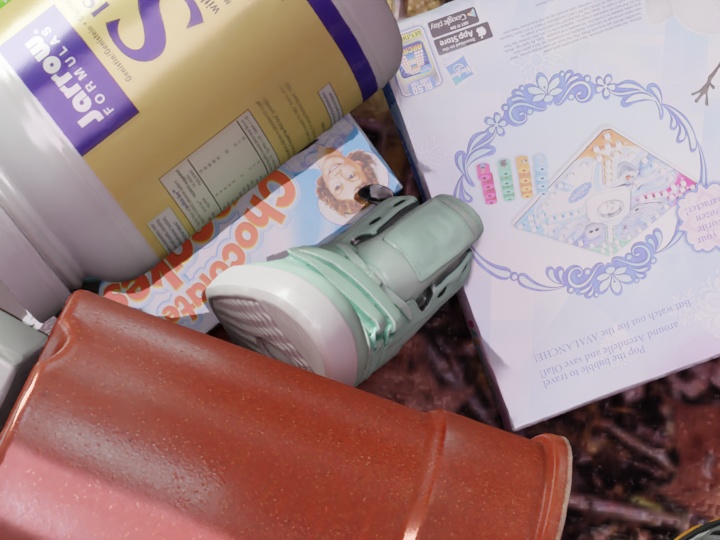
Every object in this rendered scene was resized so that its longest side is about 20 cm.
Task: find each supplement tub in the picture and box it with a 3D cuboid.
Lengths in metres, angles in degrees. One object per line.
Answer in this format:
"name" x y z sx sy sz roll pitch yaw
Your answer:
"supplement tub" -0.097 -0.086 1.019 0.200 0.145 0.146 -39 88 -5

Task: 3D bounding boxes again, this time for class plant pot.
"plant pot" -0.051 0.114 0.883 0.195 0.201 0.201 25 86 -4

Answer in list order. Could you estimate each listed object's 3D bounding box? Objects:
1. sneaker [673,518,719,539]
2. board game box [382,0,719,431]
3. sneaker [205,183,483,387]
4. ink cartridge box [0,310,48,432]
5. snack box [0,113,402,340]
"sneaker" 0.147 0.158 1.059 0.200 0.077 0.078 -21 74 -27
"board game box" 0.129 -0.050 1.111 0.200 0.043 0.199 -19 86 -3
"sneaker" 0.000 0.000 1.009 0.118 0.200 0.074 -43 87 -7
"ink cartridge box" -0.239 0.095 1.064 0.116 0.067 0.200 29 101 1
"snack box" -0.093 -0.026 1.106 0.200 0.037 0.116 -37 89 -4
